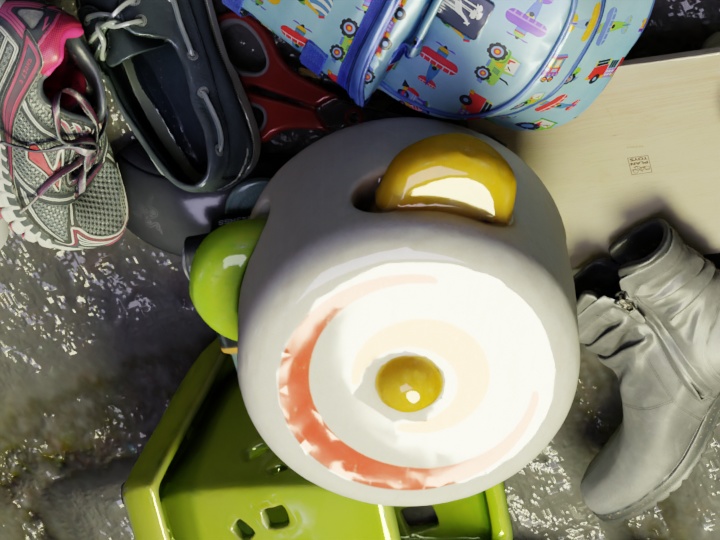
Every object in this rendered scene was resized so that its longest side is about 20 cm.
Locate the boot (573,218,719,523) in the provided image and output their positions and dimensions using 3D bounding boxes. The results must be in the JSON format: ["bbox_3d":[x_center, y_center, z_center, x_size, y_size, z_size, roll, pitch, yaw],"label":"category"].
[{"bbox_3d":[0.158,0.056,1.505,0.131,0.070,0.200,27,121,-20],"label":"boot"}]

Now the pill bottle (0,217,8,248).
[{"bbox_3d":[-0.257,-0.103,1.474,0.112,0.113,0.201,2,121,9],"label":"pill bottle"}]

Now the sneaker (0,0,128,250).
[{"bbox_3d":[-0.173,-0.076,1.445,0.074,0.081,0.200,14,150,25],"label":"sneaker"}]

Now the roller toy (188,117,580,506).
[{"bbox_3d":[0.027,0.025,1.348,0.200,0.140,0.183,-33,118,19],"label":"roller toy"}]

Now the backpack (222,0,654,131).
[{"bbox_3d":[0.047,-0.162,1.340,0.200,0.134,0.183,41,121,12],"label":"backpack"}]

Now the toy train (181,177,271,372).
[{"bbox_3d":[0.000,0.000,1.469,0.199,0.085,0.114,-10,125,7],"label":"toy train"}]

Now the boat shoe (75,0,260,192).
[{"bbox_3d":[-0.121,-0.135,1.441,0.073,0.062,0.201,-23,98,25],"label":"boat shoe"}]

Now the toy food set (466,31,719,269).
[{"bbox_3d":[0.161,-0.078,1.453,0.199,0.061,0.144,-7,131,16],"label":"toy food set"}]

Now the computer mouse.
[{"bbox_3d":[-0.055,-0.057,1.504,0.199,0.046,0.141,11,122,4],"label":"computer mouse"}]

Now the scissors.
[{"bbox_3d":[-0.015,-0.084,1.461,0.199,0.014,0.073,26,101,14],"label":"scissors"}]

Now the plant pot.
[{"bbox_3d":[-0.027,0.150,1.541,0.181,0.200,0.200,-2,121,18],"label":"plant pot"}]
